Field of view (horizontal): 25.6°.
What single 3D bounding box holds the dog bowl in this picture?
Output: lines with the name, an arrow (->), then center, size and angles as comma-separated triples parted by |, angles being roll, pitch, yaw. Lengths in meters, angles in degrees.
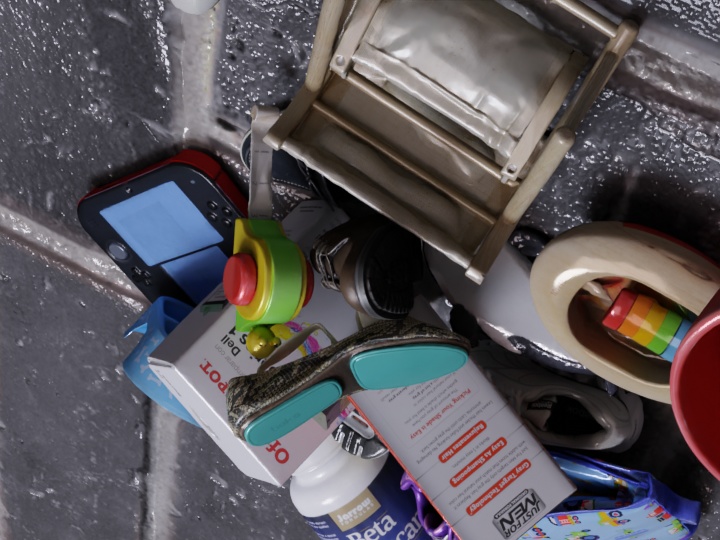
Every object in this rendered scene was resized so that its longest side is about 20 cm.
dog bowl -> -0.158, 0.080, 1.453 | 0.111, 0.200, 0.050 | 32, 98, -14

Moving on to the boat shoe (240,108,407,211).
boat shoe -> -0.023, -0.089, 1.296 | 0.198, 0.062, 0.075 | 6, 134, 33

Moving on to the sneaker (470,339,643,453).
sneaker -> 0.138, 0.108, 1.345 | 0.198, 0.081, 0.076 | 12, 100, 23

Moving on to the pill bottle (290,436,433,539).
pill bottle -> 0.000, 0.222, 1.544 | 0.110, 0.111, 0.201 | -16, 119, 44

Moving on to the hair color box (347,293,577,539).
hair color box -> 0.073, 0.129, 1.281 | 0.201, 0.101, 0.061 | 52, 177, 9

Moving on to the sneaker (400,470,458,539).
sneaker -> 0.101, 0.233, 1.497 | 0.080, 0.089, 0.201 | -7, 125, 49

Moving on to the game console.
game console -> -0.161, -0.022, 1.486 | 0.199, 0.031, 0.178 | -16, 118, 44

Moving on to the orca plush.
orca plush -> 0.142, 0.024, 1.307 | 0.198, 0.071, 0.106 | 20, 94, 12

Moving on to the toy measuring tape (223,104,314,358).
toy measuring tape -> -0.070, -0.031, 1.258 | 0.073, 0.073, 0.203 | 4, 91, 33

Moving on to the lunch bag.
lunch bag -> 0.194, 0.204, 1.368 | 0.198, 0.095, 0.150 | 2, 160, 28

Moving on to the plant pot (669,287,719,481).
plant pot -> 0.327, 0.046, 1.079 | 0.198, 0.178, 0.202 | 17, 135, 18

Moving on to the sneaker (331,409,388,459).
sneaker -> -0.021, 0.104, 1.476 | 0.199, 0.090, 0.079 | 38, 120, 31

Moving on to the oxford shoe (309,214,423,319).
oxford shoe -> 0.000, 0.000, 1.232 | 0.083, 0.200, 0.074 | -7, 98, 8

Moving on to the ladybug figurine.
ladybug figurine -> 0.225, 0.028, 1.214 | 0.199, 0.072, 0.136 | 32, 131, -2

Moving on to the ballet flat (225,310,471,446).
ballet flat -> -0.016, 0.069, 1.238 | 0.198, 0.076, 0.068 | -22, 144, 2

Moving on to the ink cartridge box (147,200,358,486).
ink cartridge box -> -0.059, 0.061, 1.350 | 0.145, 0.200, 0.084 | 49, 164, -17

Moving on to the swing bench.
swing bench -> 0.060, -0.130, 1.147 | 0.198, 0.130, 0.200 | 33, 146, 2

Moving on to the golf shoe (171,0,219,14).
golf shoe -> -0.140, -0.268, 1.180 | 0.072, 0.092, 0.201 | 19, 139, 17
